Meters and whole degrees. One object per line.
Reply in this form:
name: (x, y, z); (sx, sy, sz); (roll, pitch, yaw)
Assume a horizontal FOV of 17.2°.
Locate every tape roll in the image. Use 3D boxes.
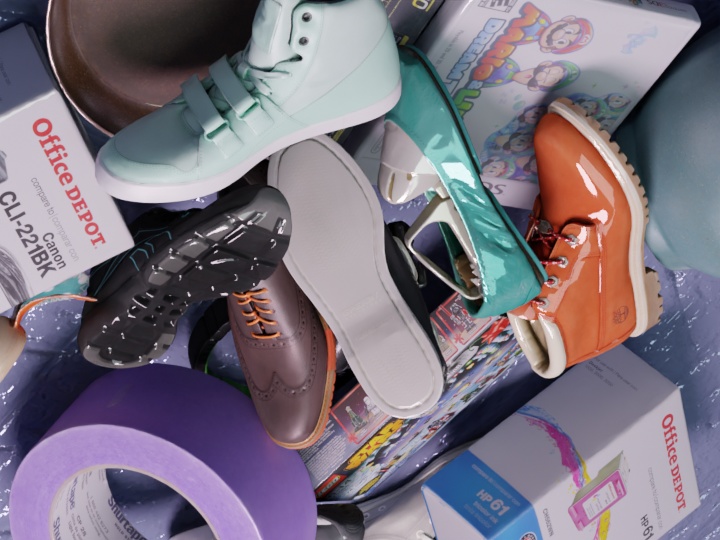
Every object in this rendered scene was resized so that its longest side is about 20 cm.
tape roll: (-0.136, 0.170, 1.647); (0.200, 0.085, 0.200); (11, 122, 18)

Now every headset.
headset: (-0.031, 0.040, 1.662); (0.123, 0.094, 0.200); (24, 122, -38)

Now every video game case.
video game case: (0.104, -0.120, 1.611); (0.182, 0.024, 0.200); (8, 137, -32)

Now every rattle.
rattle: (-0.283, 0.042, 1.550); (0.143, 0.130, 0.200); (43, 118, 3)

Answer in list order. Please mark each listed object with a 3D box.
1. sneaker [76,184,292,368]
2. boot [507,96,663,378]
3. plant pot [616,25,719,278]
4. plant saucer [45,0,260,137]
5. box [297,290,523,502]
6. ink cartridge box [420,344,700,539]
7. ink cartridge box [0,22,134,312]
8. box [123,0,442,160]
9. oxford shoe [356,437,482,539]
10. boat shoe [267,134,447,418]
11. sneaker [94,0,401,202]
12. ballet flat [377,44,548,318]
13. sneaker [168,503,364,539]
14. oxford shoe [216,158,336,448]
sneaker: (-0.120, -0.012, 1.532); (0.075, 0.079, 0.200); (21, 139, -37)
boot: (0.139, -0.018, 1.626); (0.107, 0.075, 0.200); (-30, 125, -20)
plant pot: (0.261, -0.073, 1.663); (0.134, 0.201, 0.200); (-19, 139, 26)
plant saucer: (-0.094, -0.162, 1.448); (0.200, 0.032, 0.201); (-10, 128, -12)
box: (0.039, 0.090, 1.732); (0.200, 0.040, 0.137); (-44, 162, 13)
ink cartridge box: (0.158, 0.171, 1.832); (0.200, 0.085, 0.145); (-37, 137, -19)
ink cartridge box: (-0.260, -0.043, 1.489); (0.200, 0.084, 0.144); (-27, 134, -5)
box: (-0.040, -0.168, 1.518); (0.161, 0.049, 0.200); (20, 115, -34)
oxford shoe: (0.057, 0.192, 1.854); (0.200, 0.058, 0.075); (-27, 130, -7)
boat shoe: (0.000, 0.000, 1.565); (0.074, 0.060, 0.200); (-29, 95, 8)
sneaker: (-0.074, -0.122, 1.416); (0.200, 0.074, 0.118); (-24, 137, -15)
ballet flat: (0.052, -0.049, 1.550); (0.070, 0.067, 0.200); (-36, 114, -12)
sneaker: (-0.063, 0.219, 1.740); (0.074, 0.085, 0.200); (3, 165, -39)
oxford shoe: (-0.066, 0.022, 1.580); (0.071, 0.200, 0.073); (-10, -178, 23)
